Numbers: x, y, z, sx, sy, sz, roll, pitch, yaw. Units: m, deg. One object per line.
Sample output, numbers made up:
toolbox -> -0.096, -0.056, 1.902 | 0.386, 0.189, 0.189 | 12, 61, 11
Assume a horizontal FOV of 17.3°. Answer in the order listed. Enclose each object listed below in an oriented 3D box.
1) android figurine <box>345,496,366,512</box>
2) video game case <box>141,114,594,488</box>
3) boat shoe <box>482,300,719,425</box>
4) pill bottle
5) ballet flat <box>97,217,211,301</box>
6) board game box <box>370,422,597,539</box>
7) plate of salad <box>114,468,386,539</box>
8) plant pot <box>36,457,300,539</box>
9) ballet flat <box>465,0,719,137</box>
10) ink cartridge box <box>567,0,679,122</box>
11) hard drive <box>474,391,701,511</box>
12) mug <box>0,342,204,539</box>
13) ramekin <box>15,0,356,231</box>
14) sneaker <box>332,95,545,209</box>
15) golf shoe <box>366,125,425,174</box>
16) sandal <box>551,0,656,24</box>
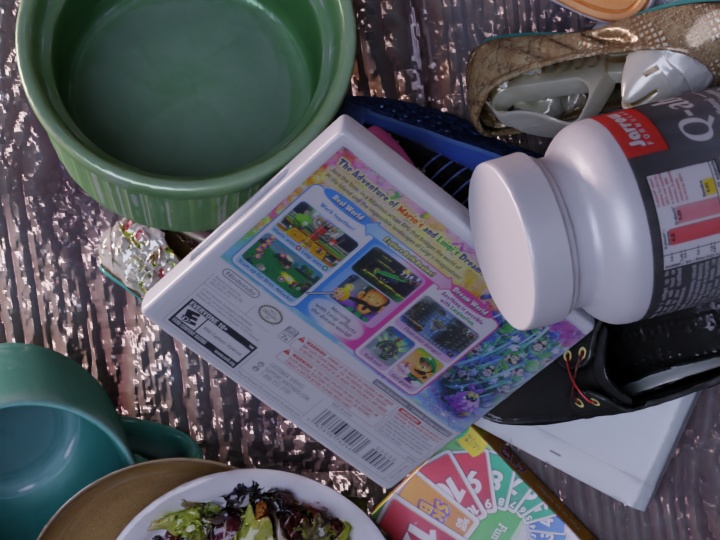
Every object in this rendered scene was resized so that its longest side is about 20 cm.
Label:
android figurine -> -0.041, 0.245, 1.550 | 0.181, 0.041, 0.202 | 5, 102, 16
video game case -> 0.004, 0.024, 1.375 | 0.200, 0.024, 0.182 | 37, 121, -22
boat shoe -> 0.147, 0.049, 1.397 | 0.200, 0.063, 0.074 | -18, 98, 28
pill bottle -> 0.169, -0.036, 1.303 | 0.199, 0.116, 0.117 | -14, 100, -15
ballet flat -> -0.078, 0.024, 1.494 | 0.199, 0.076, 0.064 | 35, 102, 4
board game box -> 0.108, 0.195, 1.500 | 0.200, 0.030, 0.096 | 45, 111, 1
plate of salad -> -0.069, 0.220, 1.469 | 0.199, 0.048, 0.201 | -2, 108, -6
plant pot -> -0.116, 0.208, 1.498 | 0.198, 0.028, 0.201 | -2, 108, -6
ballet flat -> 0.147, -0.109, 1.365 | 0.199, 0.066, 0.070 | -9, 145, 37
ink cartridge box -> 0.222, -0.120, 1.393 | 0.161, 0.050, 0.200 | 44, 129, 4
hard drive -> 0.154, 0.030, 1.437 | 0.131, 0.026, 0.201 | 27, 113, 15
mug -> -0.213, 0.131, 1.531 | 0.184, 0.115, 0.152 | 30, 103, -27
ramekin -> -0.103, -0.121, 1.410 | 0.198, 0.098, 0.201 | 1, 69, -2
sneaker -> 0.059, -0.045, 1.418 | 0.199, 0.070, 0.078 | 25, 108, 31
golf shoe -> 0.000, 0.000, 1.405 | 0.075, 0.091, 0.201 | 48, 156, 33
sandal -> 0.080, -0.205, 1.382 | 0.206, 0.059, 0.080 | 28, 112, 24
